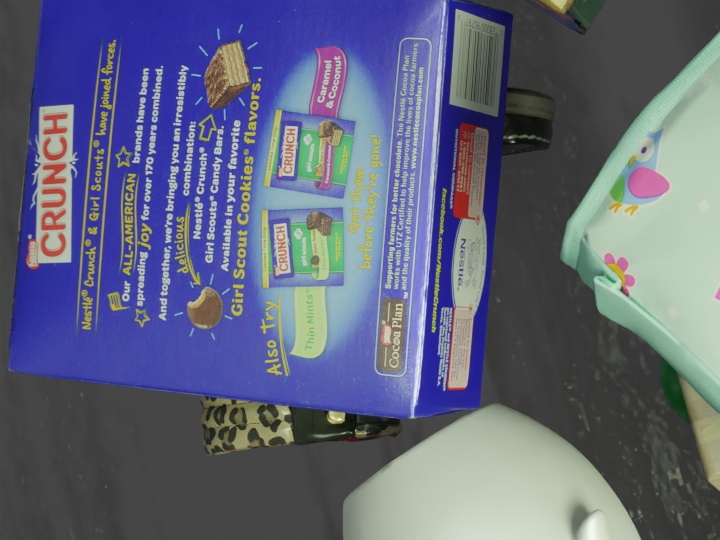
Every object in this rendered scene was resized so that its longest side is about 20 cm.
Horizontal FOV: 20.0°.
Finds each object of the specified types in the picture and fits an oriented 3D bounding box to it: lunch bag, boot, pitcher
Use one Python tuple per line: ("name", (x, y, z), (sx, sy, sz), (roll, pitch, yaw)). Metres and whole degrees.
("lunch bag", (0.186, -0.021, 0.667), (0.200, 0.122, 0.170), (-44, 65, -1))
("boot", (0.000, 0.000, 0.919), (0.198, 0.073, 0.152), (-9, 83, 21))
("pitcher", (0.090, 0.149, 0.841), (0.201, 0.121, 0.172), (57, 138, 10))

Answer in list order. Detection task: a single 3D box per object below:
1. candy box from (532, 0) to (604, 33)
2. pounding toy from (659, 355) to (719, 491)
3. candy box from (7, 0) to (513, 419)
("candy box", (0.081, -0.235, 0.897), (0.168, 0.077, 0.201), (34, 98, 14))
("pounding toy", (0.200, 0.055, 0.808), (0.198, 0.184, 0.143), (-19, 69, 16))
("candy box", (-0.044, -0.032, 0.863), (0.198, 0.077, 0.171), (5, 90, 26))
